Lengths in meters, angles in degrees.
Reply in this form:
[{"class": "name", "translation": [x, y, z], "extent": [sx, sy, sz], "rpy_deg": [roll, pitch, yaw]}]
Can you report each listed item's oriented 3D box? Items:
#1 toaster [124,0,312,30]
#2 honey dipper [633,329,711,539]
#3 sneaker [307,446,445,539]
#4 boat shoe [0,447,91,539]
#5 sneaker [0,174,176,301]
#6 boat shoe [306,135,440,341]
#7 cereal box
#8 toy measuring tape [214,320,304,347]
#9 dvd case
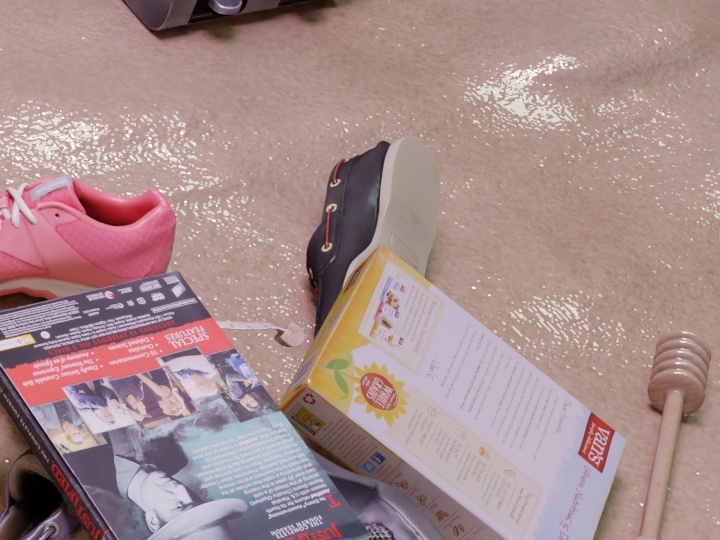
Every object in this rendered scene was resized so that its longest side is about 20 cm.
[{"class": "toaster", "translation": [-0.109, -0.274, 1.771], "extent": [0.180, 0.119, 0.200], "rpy_deg": [-15, 52, -38]}, {"class": "honey dipper", "translation": [0.192, 0.114, 1.524], "extent": [0.038, 0.038, 0.201], "rpy_deg": [20, 41, -2]}, {"class": "sneaker", "translation": [-0.045, 0.148, 1.344], "extent": [0.199, 0.077, 0.114], "rpy_deg": [32, 41, 18]}, {"class": "boat shoe", "translation": [-0.157, 0.120, 1.293], "extent": [0.065, 0.072, 0.201], "rpy_deg": [48, 49, -24]}, {"class": "sneaker", "translation": [-0.204, -0.027, 1.462], "extent": [0.199, 0.087, 0.074], "rpy_deg": [3, 41, -21]}, {"class": "boat shoe", "translation": [0.001, 0.002, 1.549], "extent": [0.074, 0.063, 0.202], "rpy_deg": [49, 38, -35]}, {"class": "cereal box", "translation": [0.058, 0.093, 1.440], "extent": [0.200, 0.040, 0.144], "rpy_deg": [39, 38, -7]}, {"class": "toy measuring tape", "translation": [-0.132, 0.061, 1.399], "extent": [0.199, 0.074, 0.074], "rpy_deg": [2, 42, -13]}, {"class": "dvd case", "translation": [-0.104, 0.088, 1.293], "extent": [0.145, 0.022, 0.200], "rpy_deg": [-14, 54, -40]}]
